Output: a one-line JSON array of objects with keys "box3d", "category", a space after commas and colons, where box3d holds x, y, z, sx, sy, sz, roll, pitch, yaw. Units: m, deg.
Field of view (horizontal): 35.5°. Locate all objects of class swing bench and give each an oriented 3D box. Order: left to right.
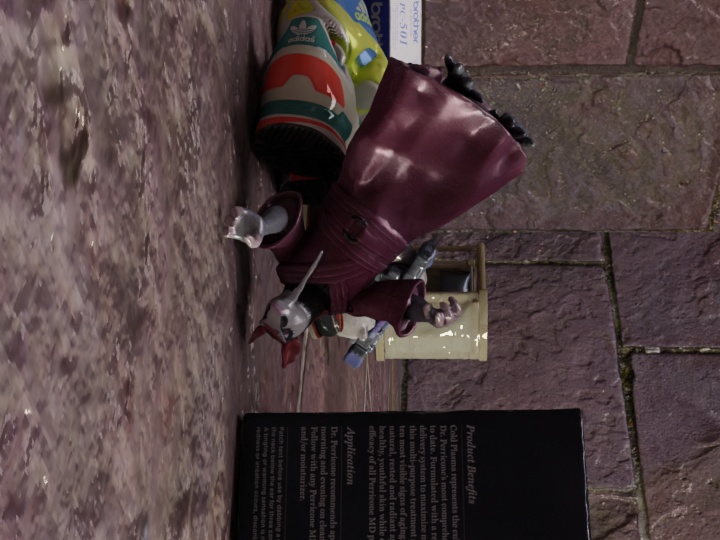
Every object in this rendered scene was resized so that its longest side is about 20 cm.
[{"box3d": [0.127, 0.056, 2.025, 0.201, 0.196, 0.131, -86, 174, -53], "category": "swing bench"}]

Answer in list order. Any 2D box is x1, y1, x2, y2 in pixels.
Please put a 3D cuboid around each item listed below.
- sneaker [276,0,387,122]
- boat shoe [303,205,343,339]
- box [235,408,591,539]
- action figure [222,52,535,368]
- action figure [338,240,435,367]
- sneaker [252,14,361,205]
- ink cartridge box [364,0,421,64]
[{"box3d": [0.001, -0.141, 0.844, 0.201, 0.075, 0.106, 63, 22, -45], "category": "sneaker"}, {"box3d": [-0.017, -0.043, 0.919, 0.071, 0.062, 0.203, -65, 156, -85], "category": "boat shoe"}, {"box3d": [0.034, 0.166, 0.697, 0.200, 0.194, 0.125, 81, 10, -70], "category": "box"}, {"box3d": [-0.002, -0.035, 0.650, 0.200, 0.134, 0.149, -48, -163, 9], "category": "action figure"}, {"box3d": [0.000, 0.000, 1.095, 0.194, 0.104, 0.201, -75, -168, -47], "category": "action figure"}, {"box3d": [-0.024, -0.101, 0.751, 0.200, 0.069, 0.095, 57, 39, -78], "category": "sneaker"}, {"box3d": [0.004, -0.134, 0.962, 0.044, 0.093, 0.202, -17, 113, -45], "category": "ink cartridge box"}]
